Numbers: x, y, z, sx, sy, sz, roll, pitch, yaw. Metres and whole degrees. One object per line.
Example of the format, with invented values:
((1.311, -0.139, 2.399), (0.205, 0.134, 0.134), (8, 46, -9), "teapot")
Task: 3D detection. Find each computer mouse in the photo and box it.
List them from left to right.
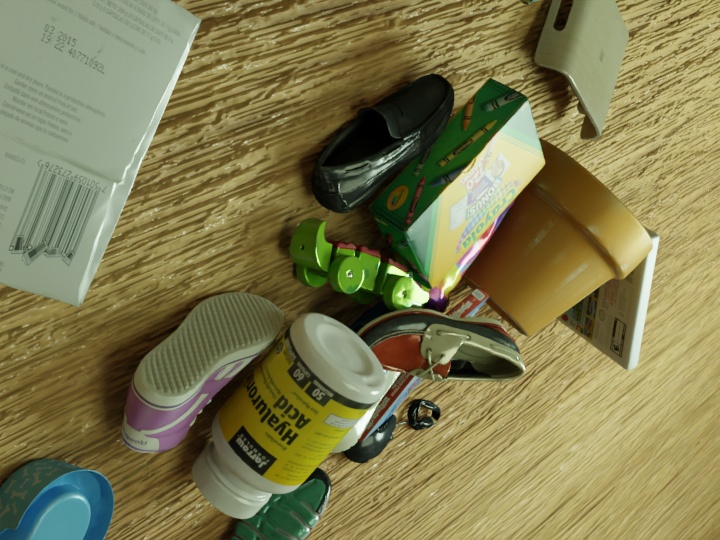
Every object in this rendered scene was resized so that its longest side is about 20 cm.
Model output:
((0.047, 0.198, 1.558), (0.200, 0.034, 0.059), (-12, 119, -52), "computer mouse")

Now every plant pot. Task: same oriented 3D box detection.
((0.220, -0.027, 1.542), (0.183, 0.200, 0.200), (-47, 146, 0), "plant pot")

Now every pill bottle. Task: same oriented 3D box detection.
((-0.075, 0.147, 1.238), (0.200, 0.111, 0.111), (-50, 152, 20), "pill bottle")

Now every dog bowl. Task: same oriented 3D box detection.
((-0.292, 0.254, 1.092), (0.111, 0.049, 0.201), (33, 81, -57), "dog bowl")

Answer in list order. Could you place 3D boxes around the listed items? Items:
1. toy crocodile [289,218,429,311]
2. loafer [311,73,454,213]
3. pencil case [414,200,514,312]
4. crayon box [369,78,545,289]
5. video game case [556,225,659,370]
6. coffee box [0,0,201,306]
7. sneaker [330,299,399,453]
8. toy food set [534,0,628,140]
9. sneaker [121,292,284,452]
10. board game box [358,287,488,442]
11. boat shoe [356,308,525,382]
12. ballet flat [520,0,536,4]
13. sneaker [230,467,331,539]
((0.000, 0.000, 1.315), (0.200, 0.067, 0.062), (21, 82, -44), "toy crocodile")
((0.026, -0.140, 1.284), (0.201, 0.068, 0.071), (-44, 150, -25), "loafer")
((0.106, -0.041, 1.448), (0.200, 0.088, 0.088), (-57, 146, -13), "pencil case")
((0.107, -0.092, 1.353), (0.200, 0.058, 0.119), (-48, 147, -13), "crayon box")
((0.315, 0.005, 1.690), (0.023, 0.182, 0.201), (-16, 125, -28), "video game case")
((-0.259, -0.118, 0.767), (0.199, 0.197, 0.201), (25, 87, -56), "coffee box")
((-0.012, 0.084, 1.360), (0.200, 0.076, 0.111), (-59, 136, -31), "sneaker")
((0.274, -0.271, 1.582), (0.200, 0.060, 0.144), (42, 63, -57), "toy food set")
((-0.155, 0.098, 1.192), (0.200, 0.073, 0.115), (-33, 155, -48), "sneaker")
((0.067, 0.108, 1.451), (0.200, 0.019, 0.103), (-54, 168, 29), "board game box")
((0.084, 0.086, 1.327), (0.199, 0.063, 0.071), (4, 131, -33), "boat shoe")
((0.183, -0.392, 1.370), (0.074, 0.074, 0.201), (-7, 114, -53), "ballet flat")
((-0.104, 0.301, 1.390), (0.200, 0.074, 0.088), (-48, 160, -14), "sneaker")
